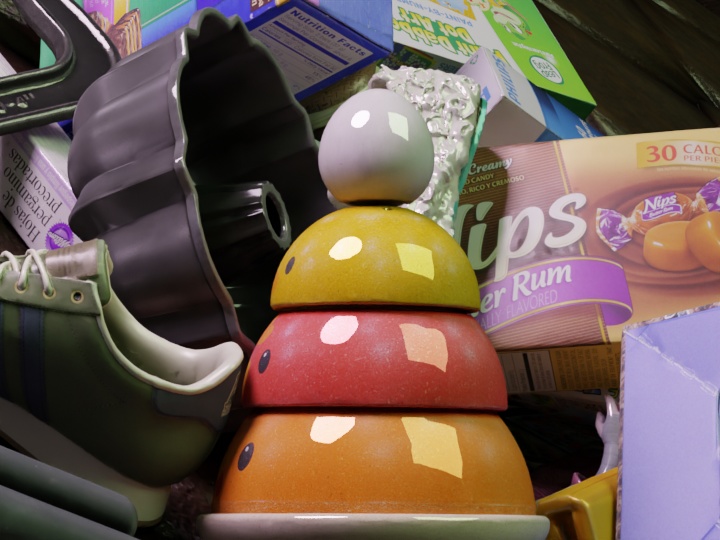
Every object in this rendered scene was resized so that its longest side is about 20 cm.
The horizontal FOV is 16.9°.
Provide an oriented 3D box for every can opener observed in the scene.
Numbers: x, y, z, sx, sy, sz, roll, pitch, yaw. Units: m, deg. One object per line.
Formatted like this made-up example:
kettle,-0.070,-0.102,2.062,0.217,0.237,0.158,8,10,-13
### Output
can opener,-0.148,0.062,0.861,0.200,0.067,0.053,27,21,-37

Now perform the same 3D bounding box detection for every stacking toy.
stacking toy,0.005,0.024,1.009,0.146,0.146,0.200,12,77,-59

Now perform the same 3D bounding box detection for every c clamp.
c clamp,-0.206,-0.123,1.186,0.171,0.027,0.200,46,42,19

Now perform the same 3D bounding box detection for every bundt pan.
bundt pan,-0.071,-0.015,1.115,0.202,0.076,0.202,-17,90,-73

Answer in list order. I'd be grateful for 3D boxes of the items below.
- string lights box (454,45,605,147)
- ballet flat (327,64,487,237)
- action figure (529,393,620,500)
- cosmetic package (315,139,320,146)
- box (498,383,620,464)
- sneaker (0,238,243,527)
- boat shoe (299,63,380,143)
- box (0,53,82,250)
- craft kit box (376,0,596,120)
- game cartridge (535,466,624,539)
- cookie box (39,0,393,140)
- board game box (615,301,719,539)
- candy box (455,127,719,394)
string lights box,0.109,-0.021,1.308,0.200,0.103,0.059,34,22,-27
ballet flat,0.011,-0.013,1.138,0.072,0.072,0.200,31,52,-28
action figure,0.086,0.135,1.197,0.200,0.149,0.134,1,-3,-45
cosmetic package,0.000,0.000,1.327,0.200,0.081,0.113,21,27,-47
box,0.125,0.074,1.292,0.110,0.035,0.200,10,-14,18
sneaker,-0.136,0.015,0.969,0.200,0.090,0.067,35,17,-16
boat shoe,-0.012,-0.072,1.420,0.075,0.075,0.202,58,-9,-4
box,-0.178,-0.070,1.194,0.200,0.039,0.041,49,20,28
craft kit box,0.035,-0.180,1.558,0.200,0.049,0.198,12,42,-42
game cartridge,0.153,0.170,1.108,0.200,0.032,0.176,-12,87,-59
cookie box,-0.078,-0.162,1.272,0.075,0.200,0.171,24,53,-40
board game box,0.202,0.128,1.088,0.200,0.097,0.159,43,41,-43
candy box,0.103,-0.003,1.189,0.056,0.200,0.117,73,16,-62
